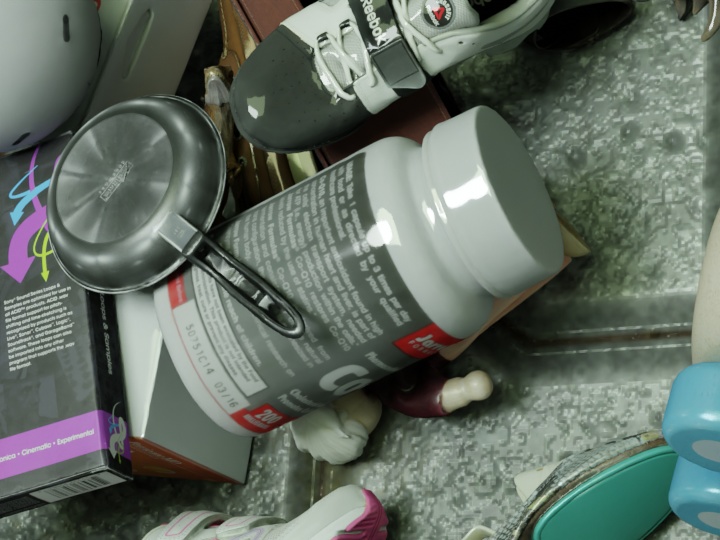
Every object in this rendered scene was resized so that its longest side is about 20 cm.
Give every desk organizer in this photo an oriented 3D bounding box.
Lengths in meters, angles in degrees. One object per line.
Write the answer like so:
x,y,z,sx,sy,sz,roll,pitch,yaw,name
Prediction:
-0.007,-0.122,1.232,0.077,0.072,0.201,-29,93,10,desk organizer

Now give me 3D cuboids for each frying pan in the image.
-0.111,-0.015,1.137,0.115,0.031,0.191,-34,55,13,frying pan

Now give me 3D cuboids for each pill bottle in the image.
0.000,0.000,1.152,0.199,0.114,0.115,-26,63,20,pill bottle

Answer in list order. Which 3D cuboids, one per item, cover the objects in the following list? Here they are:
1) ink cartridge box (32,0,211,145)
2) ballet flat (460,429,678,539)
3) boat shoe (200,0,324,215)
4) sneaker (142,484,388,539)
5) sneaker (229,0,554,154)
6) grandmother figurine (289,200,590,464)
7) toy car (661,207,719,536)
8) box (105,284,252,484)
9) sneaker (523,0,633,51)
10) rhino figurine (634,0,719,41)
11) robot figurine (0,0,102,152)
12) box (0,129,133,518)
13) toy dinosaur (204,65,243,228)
-0.202,-0.153,1.315,0.199,0.084,0.147,20,88,29,ink cartridge box
0.089,0.145,1.151,0.200,0.072,0.072,-45,60,4,ballet flat
-0.065,-0.103,1.303,0.068,0.072,0.201,-23,64,16,boat shoe
-0.078,0.168,1.213,0.199,0.081,0.089,-32,64,12,sneaker
0.021,-0.131,1.153,0.199,0.089,0.074,-29,87,-13,sneaker
0.038,0.036,1.219,0.200,0.060,0.122,-43,40,11,grandmother figurine
0.265,0.037,1.052,0.198,0.177,0.186,12,66,16,toy car
-0.173,0.059,1.270,0.198,0.124,0.098,2,74,27,box
0.057,-0.167,1.264,0.199,0.075,0.107,-19,66,18,sneaker
0.182,-0.219,1.228,0.087,0.060,0.202,-22,65,37,rhino figurine
-0.232,-0.151,1.214,0.125,0.151,0.200,-41,59,-19,robot figurine
-0.203,0.036,1.200,0.142,0.036,0.202,-17,67,19,box
-0.100,-0.024,1.278,0.201,0.060,0.107,-62,26,27,toy dinosaur
